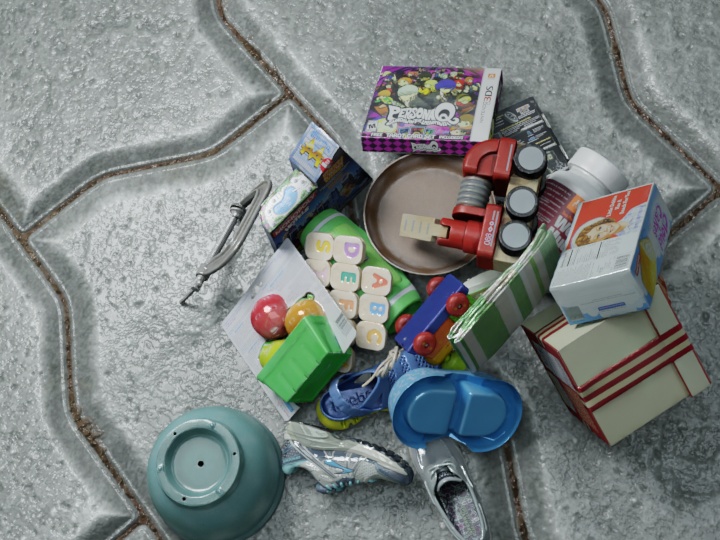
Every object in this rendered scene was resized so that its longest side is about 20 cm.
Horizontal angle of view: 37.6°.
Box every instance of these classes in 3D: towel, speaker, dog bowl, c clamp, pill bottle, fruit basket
[{"bbox_3d":[0.200,0.043,1.433,0.023,0.153,0.200,37,82,28],"label":"towel"},{"bbox_3d":[0.000,0.000,1.590,0.088,0.089,0.200,-41,72,-9],"label":"speaker"},{"bbox_3d":[0.128,0.191,1.479,0.198,0.050,0.112,6,108,-23],"label":"dog bowl"},{"bbox_3d":[-0.204,-0.052,1.617,0.027,0.171,0.201,36,61,-17],"label":"c clamp"},{"bbox_3d":[0.296,-0.075,1.553,0.109,0.110,0.200,39,91,17],"label":"pill bottle"},{"bbox_3d":[-0.104,0.086,1.552,0.186,0.093,0.200,-51,53,21],"label":"fruit basket"}]

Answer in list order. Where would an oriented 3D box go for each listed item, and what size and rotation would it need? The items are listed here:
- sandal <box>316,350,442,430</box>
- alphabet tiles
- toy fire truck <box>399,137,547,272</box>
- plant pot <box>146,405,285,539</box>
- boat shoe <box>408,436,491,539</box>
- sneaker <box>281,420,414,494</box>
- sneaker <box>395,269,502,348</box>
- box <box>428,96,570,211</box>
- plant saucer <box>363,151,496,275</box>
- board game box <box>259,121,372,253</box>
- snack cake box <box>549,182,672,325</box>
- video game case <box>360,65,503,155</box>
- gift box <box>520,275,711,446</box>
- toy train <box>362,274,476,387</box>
[{"bbox_3d":[0.029,0.166,1.527,0.199,0.087,0.080,-26,67,-8],"label":"sandal"},{"bbox_3d":[-0.046,0.046,1.561,0.194,0.015,0.202,9,96,27],"label":"alphabet tiles"},{"bbox_3d":[0.154,-0.093,1.498,0.198,0.129,0.177,11,74,12],"label":"toy fire truck"},{"bbox_3d":[-0.214,0.279,1.489,0.198,0.134,0.202,-2,70,5],"label":"plant pot"},{"bbox_3d":[0.126,0.297,1.478,0.070,0.072,0.202,-26,69,-3],"label":"boat shoe"},{"bbox_3d":[-0.021,0.281,1.510,0.199,0.078,0.087,15,85,18],"label":"sneaker"},{"bbox_3d":[0.146,0.073,1.559,0.199,0.077,0.089,-30,79,-2],"label":"sneaker"},{"bbox_3d":[0.214,-0.159,1.644,0.199,0.044,0.161,-25,70,-3],"label":"box"},{"bbox_3d":[0.104,-0.083,1.589,0.198,0.032,0.202,-2,70,5],"label":"plant saucer"},{"bbox_3d":[-0.077,-0.126,1.580,0.062,0.200,0.200,42,79,17],"label":"board game box"},{"bbox_3d":[0.333,-0.024,1.399,0.114,0.067,0.200,-16,29,36],"label":"snack cake box"},{"bbox_3d":[0.113,-0.251,1.648,0.198,0.036,0.182,4,48,14],"label":"video game case"},{"bbox_3d":[0.347,0.096,1.455,0.186,0.200,0.185,-31,108,-2],"label":"gift box"},{"bbox_3d":[0.103,0.115,1.500,0.116,0.085,0.200,39,92,-27],"label":"toy train"}]
